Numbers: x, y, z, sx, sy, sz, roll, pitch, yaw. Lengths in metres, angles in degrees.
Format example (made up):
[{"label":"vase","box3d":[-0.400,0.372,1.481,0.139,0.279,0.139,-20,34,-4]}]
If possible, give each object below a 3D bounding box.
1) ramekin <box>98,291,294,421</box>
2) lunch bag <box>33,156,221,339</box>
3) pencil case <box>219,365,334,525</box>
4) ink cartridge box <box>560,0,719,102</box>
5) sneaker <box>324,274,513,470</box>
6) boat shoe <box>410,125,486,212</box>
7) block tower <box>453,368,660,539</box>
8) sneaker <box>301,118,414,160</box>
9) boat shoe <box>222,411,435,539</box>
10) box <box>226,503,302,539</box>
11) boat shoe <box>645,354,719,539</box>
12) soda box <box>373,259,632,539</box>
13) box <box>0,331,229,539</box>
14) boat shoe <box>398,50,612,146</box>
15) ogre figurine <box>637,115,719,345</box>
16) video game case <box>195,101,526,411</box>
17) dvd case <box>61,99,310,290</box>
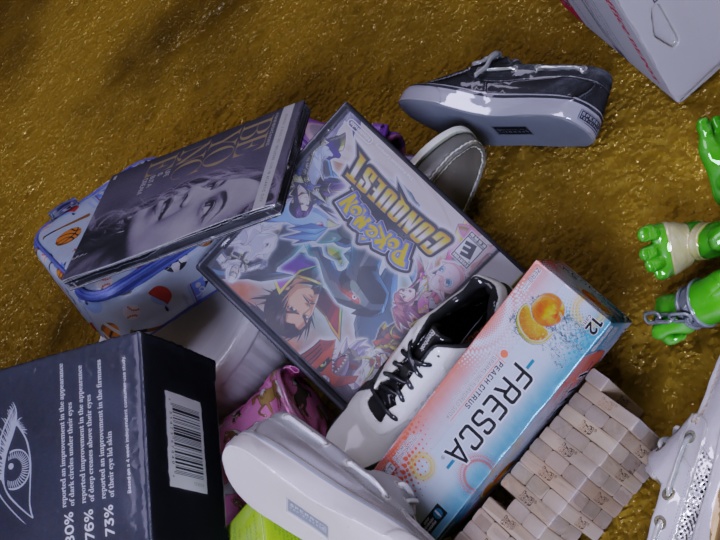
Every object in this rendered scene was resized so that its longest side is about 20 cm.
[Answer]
[{"label":"ramekin","box3d":[-0.138,0.060,1.059,0.201,0.094,0.203,-24,46,27]},{"label":"lunch bag","box3d":[-0.194,-0.027,1.027,0.160,0.076,0.200,-36,36,-13]},{"label":"pencil case","box3d":[-0.109,0.164,0.963,0.200,0.087,0.083,-37,10,14]},{"label":"ink cartridge box","box3d":[0.209,-0.247,0.937,0.083,0.145,0.200,-40,40,7]},{"label":"sneaker","box3d":[0.041,0.077,0.863,0.200,0.080,0.074,-44,57,0]},{"label":"boat shoe","box3d":[0.049,-0.025,0.972,0.202,0.072,0.060,-57,38,2]},{"label":"block tower","box3d":[0.120,0.165,0.770,0.200,0.054,0.058,-52,40,-1]},{"label":"sneaker","box3d":[-0.005,-0.103,1.084,0.088,0.081,0.200,-43,44,-3]},{"label":"boat shoe","box3d":[0.001,0.159,0.769,0.199,0.072,0.068,26,44,28]},{"label":"box","box3d":[-0.091,0.258,0.844,0.200,0.047,0.123,-52,37,41]},{"label":"boat shoe","box3d":[0.205,0.123,0.710,0.069,0.071,0.201,3,64,42]},{"label":"soda box","box3d":[0.094,0.089,0.798,0.068,0.063,0.200,42,106,20]},{"label":"box","box3d":[-0.207,0.144,0.835,0.199,0.104,0.149,-14,68,21]},{"label":"boat shoe","box3d":[0.122,-0.153,0.999,0.199,0.073,0.068,8,70,45]},{"label":"ogre figurine","box3d":[0.266,-0.048,0.776,0.200,0.098,0.120,-47,19,-21]},{"label":"video game case","box3d":[0.000,0.000,0.929,0.181,0.200,0.026,-47,-5,3]},{"label":"dvd case","box3d":[-0.139,-0.063,0.944,0.199,0.016,0.149,-18,34,21]}]
